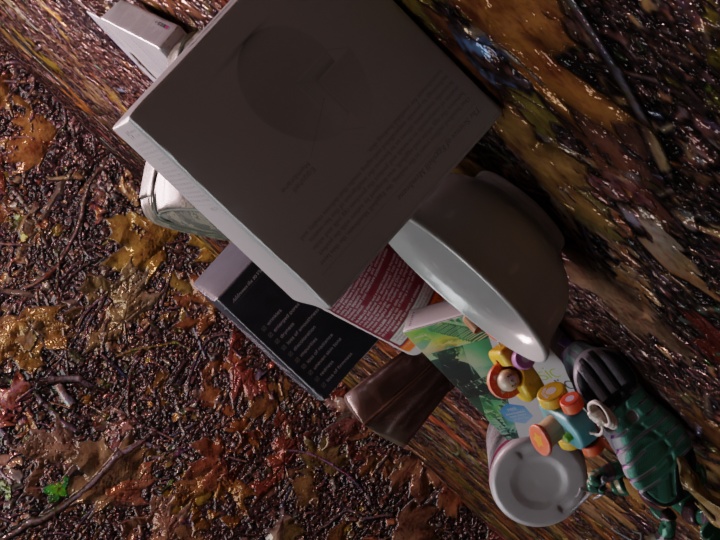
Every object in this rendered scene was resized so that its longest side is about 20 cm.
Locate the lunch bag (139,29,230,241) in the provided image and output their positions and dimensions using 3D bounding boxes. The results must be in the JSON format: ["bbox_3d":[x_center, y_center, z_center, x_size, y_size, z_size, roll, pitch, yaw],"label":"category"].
[{"bbox_3d":[-0.114,-0.122,1.423,0.139,0.201,0.168,14,174,-17],"label":"lunch bag"}]

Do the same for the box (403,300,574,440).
[{"bbox_3d":[0.159,0.099,1.630,0.144,0.036,0.200,-18,126,39],"label":"box"}]

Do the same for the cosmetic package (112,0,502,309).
[{"bbox_3d":[-0.041,-0.112,1.151,0.200,0.199,0.123,44,171,-11],"label":"cosmetic package"}]

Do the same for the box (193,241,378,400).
[{"bbox_3d":[-0.066,0.019,1.947,0.197,0.200,0.124,46,172,-23],"label":"box"}]

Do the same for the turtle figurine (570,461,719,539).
[{"bbox_3d":[0.317,0.248,1.703,0.150,0.101,0.200,37,161,-20],"label":"turtle figurine"}]

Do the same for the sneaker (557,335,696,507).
[{"bbox_3d":[0.268,0.145,1.547,0.200,0.074,0.088,57,177,-22],"label":"sneaker"}]

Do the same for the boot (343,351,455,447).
[{"bbox_3d":[0.103,0.151,1.810,0.186,0.200,0.064,35,151,27],"label":"boot"}]

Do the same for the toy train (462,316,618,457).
[{"bbox_3d":[0.161,0.104,1.499,0.200,0.056,0.150,50,166,21],"label":"toy train"}]

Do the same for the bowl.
[{"bbox_3d":[0.109,-0.021,1.309,0.201,0.090,0.201,40,172,7],"label":"bowl"}]

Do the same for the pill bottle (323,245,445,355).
[{"bbox_3d":[0.000,0.000,1.694,0.200,0.114,0.114,28,174,-9],"label":"pill bottle"}]

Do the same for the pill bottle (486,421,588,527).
[{"bbox_3d":[0.207,0.215,1.835,0.113,0.113,0.200,43,-168,-8],"label":"pill bottle"}]

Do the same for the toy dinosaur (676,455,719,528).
[{"bbox_3d":[0.387,0.255,1.497,0.200,0.058,0.101,29,175,24],"label":"toy dinosaur"}]

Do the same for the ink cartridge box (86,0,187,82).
[{"bbox_3d":[-0.217,-0.242,1.860,0.200,0.043,0.196,34,171,49],"label":"ink cartridge box"}]
